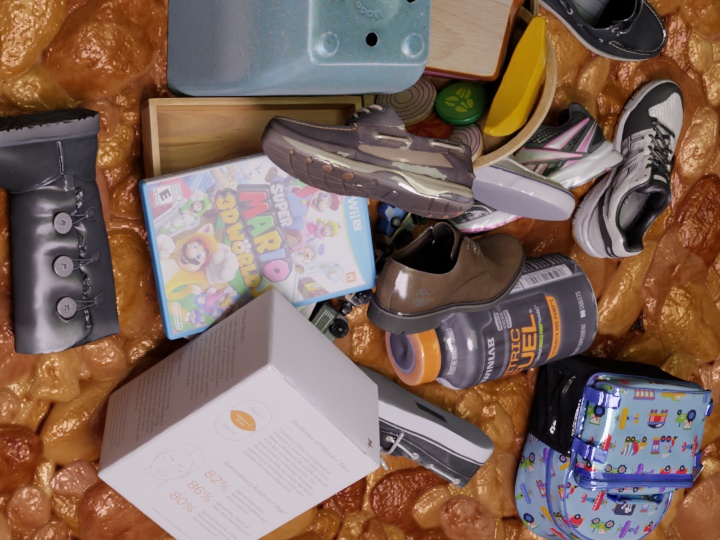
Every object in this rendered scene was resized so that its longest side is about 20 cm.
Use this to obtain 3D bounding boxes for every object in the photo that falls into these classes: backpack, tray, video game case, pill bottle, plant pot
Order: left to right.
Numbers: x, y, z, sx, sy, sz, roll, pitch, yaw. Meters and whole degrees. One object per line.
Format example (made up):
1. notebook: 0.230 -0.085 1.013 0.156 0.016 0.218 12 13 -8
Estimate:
1. tray: -0.093 -0.103 1.494 0.199 0.037 0.099 -3 86 -21
2. video game case: -0.087 -0.031 1.470 0.199 0.018 0.144 -14 110 -19
3. plant pot: -0.037 -0.238 1.430 0.195 0.200 0.197 -4 103 -29
4. pill bottle: 0.125 0.054 1.638 0.199 0.106 0.107 -15 107 -26
5. backpack: 0.257 0.197 1.730 0.182 0.134 0.201 10 98 -30

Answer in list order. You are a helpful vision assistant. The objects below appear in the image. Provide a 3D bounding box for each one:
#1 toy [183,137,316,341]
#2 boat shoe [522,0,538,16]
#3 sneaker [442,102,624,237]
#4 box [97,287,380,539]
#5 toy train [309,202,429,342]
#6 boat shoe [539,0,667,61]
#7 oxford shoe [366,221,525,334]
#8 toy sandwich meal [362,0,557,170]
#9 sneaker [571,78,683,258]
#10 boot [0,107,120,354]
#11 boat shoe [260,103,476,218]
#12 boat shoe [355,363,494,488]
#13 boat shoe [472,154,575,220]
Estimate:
1. toy: -0.088 -0.009 1.530 0.115 0.047 0.201 30 73 -18
2. boat shoe: 0.138 -0.303 1.590 0.075 0.074 0.201 -16 108 -27
3. sneaker: 0.156 -0.100 1.656 0.199 0.080 0.087 -28 89 -21
4. box: -0.104 0.140 1.467 0.199 0.107 0.152 -32 121 21
5. toy train: 0.000 0.000 1.599 0.046 0.034 0.200 39 81 -17
6. boat shoe: 0.244 -0.265 1.664 0.199 0.066 0.075 33 83 -31
7. oxford shoe: 0.092 -0.007 1.549 0.200 0.072 0.085 -23 134 -47
8. toy sandwich meal: 0.088 -0.188 1.527 0.206 0.205 0.070 -56 155 -8
9. sneaker: 0.296 -0.100 1.717 0.075 0.088 0.201 26 85 -29
10. boot: -0.289 -0.027 1.412 0.164 0.066 0.201 -9 109 -27
11. boat shoe: 0.009 -0.103 1.450 0.199 0.074 0.074 17 73 -22
12. boat shoe: 0.033 0.153 1.627 0.199 0.074 0.068 27 106 -25
13. boat shoe: 0.113 -0.107 1.581 0.199 0.071 0.070 19 75 8
